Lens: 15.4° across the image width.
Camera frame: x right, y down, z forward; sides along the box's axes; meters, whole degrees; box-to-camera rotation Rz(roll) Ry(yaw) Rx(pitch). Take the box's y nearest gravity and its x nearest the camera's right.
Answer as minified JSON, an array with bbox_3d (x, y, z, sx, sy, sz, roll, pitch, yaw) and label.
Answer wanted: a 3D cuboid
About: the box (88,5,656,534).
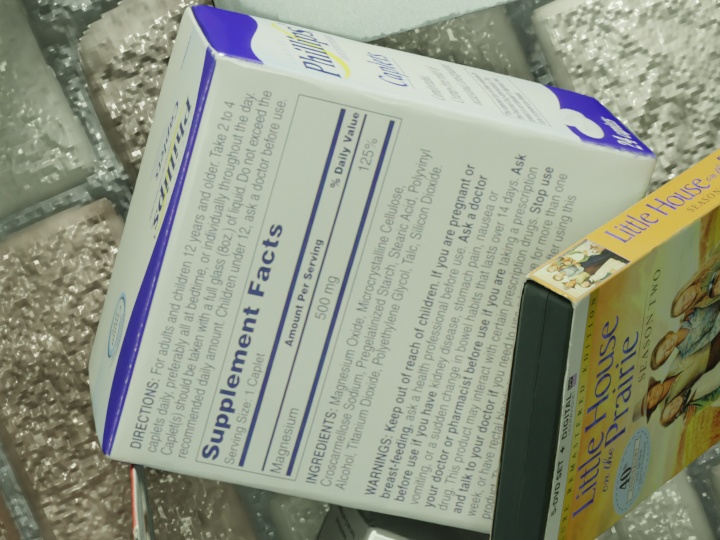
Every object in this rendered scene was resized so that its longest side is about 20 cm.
[{"bbox_3d":[0.000,0.000,1.156,0.199,0.105,0.185,12,107,-15],"label":"box"}]

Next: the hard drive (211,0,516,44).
[{"bbox_3d":[-0.015,-0.200,1.169,0.139,0.033,0.201,-15,102,-3],"label":"hard drive"}]

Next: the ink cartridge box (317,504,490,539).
[{"bbox_3d":[0.024,0.221,1.230,0.146,0.086,0.201,22,96,-12],"label":"ink cartridge box"}]

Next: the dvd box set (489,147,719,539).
[{"bbox_3d":[0.131,0.029,1.146,0.029,0.200,0.147,26,128,30],"label":"dvd box set"}]

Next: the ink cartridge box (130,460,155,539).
[{"bbox_3d":[-0.101,0.168,1.146,0.043,0.200,0.175,-11,102,-3],"label":"ink cartridge box"}]
